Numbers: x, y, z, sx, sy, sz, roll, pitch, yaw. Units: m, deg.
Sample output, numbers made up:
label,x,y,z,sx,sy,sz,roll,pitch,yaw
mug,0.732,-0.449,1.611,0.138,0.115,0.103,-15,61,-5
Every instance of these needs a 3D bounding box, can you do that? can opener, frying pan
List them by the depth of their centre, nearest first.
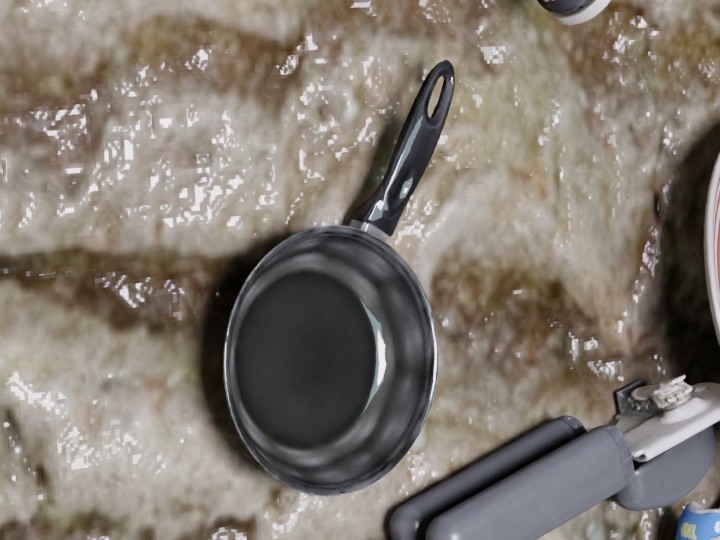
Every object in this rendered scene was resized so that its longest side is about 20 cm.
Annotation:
label,x,y,z,sx,sy,sz,roll,pitch,yaw
frying pan,-0.014,0.001,0.959,0.115,0.031,0.191,3,88,-38
can opener,0.103,0.099,1.042,0.200,0.053,0.067,-20,106,-35

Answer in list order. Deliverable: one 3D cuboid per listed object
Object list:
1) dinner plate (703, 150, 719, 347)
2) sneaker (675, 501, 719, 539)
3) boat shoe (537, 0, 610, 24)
label,x,y,z,sx,sy,sz,roll,pitch,yaw
dinner plate,0.220,0.019,1.118,0.200,0.024,0.201,20,62,-44
sneaker,0.235,0.135,1.130,0.200,0.076,0.077,-16,107,-37
boat shoe,0.095,-0.212,1.002,0.060,0.074,0.201,16,80,-37
